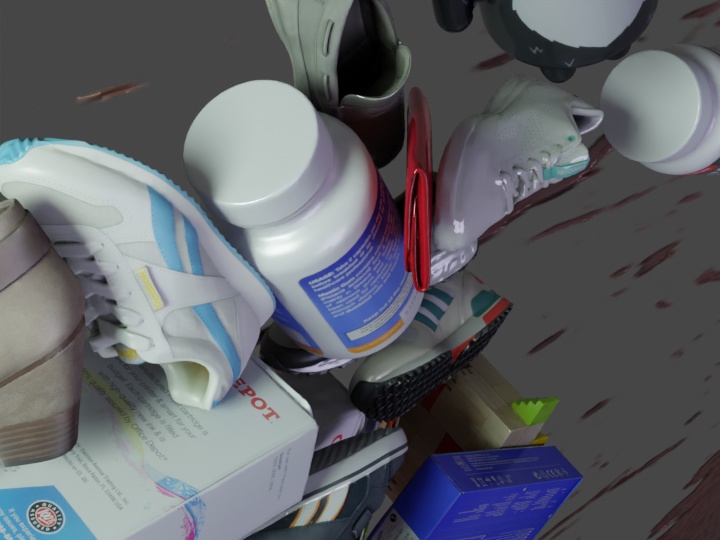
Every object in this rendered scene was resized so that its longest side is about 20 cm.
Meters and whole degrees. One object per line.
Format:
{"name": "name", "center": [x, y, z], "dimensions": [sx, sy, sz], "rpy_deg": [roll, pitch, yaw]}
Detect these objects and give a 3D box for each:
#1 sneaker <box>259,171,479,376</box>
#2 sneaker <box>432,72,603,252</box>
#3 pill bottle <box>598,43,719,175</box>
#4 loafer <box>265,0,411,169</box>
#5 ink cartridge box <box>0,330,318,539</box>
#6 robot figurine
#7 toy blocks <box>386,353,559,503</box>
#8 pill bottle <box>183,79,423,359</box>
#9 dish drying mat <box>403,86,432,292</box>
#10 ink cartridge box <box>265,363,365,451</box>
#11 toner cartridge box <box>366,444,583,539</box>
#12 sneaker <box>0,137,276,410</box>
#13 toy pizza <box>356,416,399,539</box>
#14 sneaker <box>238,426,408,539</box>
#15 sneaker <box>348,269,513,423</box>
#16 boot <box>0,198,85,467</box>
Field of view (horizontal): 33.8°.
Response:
{"name": "sneaker", "center": [0.000, 0.000, 0.874], "dimensions": [0.200, 0.074, 0.080], "rpy_deg": [-41, 132, -22]}
{"name": "sneaker", "center": [0.119, -0.080, 0.861], "dimensions": [0.200, 0.088, 0.076], "rpy_deg": [-53, 152, -41]}
{"name": "pill bottle", "center": [0.302, -0.144, 1.073], "dimensions": [0.199, 0.116, 0.116], "rpy_deg": [-6, 128, -51]}
{"name": "loafer", "center": [-0.003, -0.119, 0.725], "dimensions": [0.070, 0.070, 0.200], "rpy_deg": [-49, 151, -11]}
{"name": "ink cartridge box", "center": [-0.146, 0.114, 0.709], "dimensions": [0.199, 0.144, 0.085], "rpy_deg": [-27, 143, -35]}
{"name": "robot figurine", "center": [0.129, -0.208, 0.753], "dimensions": [0.151, 0.124, 0.200], "rpy_deg": [-56, 153, -18]}
{"name": "toy blocks", "center": [0.072, 0.146, 1.066], "dimensions": [0.100, 0.137, 0.201], "rpy_deg": [-6, 133, -45]}
{"name": "pill bottle", "center": [-0.033, -0.030, 0.741], "dimensions": [0.112, 0.112, 0.200], "rpy_deg": [-46, 150, -8]}
{"name": "dish drying mat", "center": [0.037, -0.059, 0.760], "dimensions": [0.200, 0.018, 0.077], "rpy_deg": [-80, 169, -68]}
{"name": "ink cartridge box", "center": [-0.105, 0.158, 0.876], "dimensions": [0.199, 0.085, 0.146], "rpy_deg": [-14, 134, -45]}
{"name": "toner cartridge box", "center": [0.099, 0.196, 0.982], "dimensions": [0.199, 0.043, 0.095], "rpy_deg": [8, 124, -52]}
{"name": "sneaker", "center": [-0.122, 0.003, 0.640], "dimensions": [0.200, 0.076, 0.081], "rpy_deg": [45, 57, -41]}
{"name": "toy pizza", "center": [0.002, 0.171, 0.986], "dimensions": [0.200, 0.032, 0.201], "rpy_deg": [20, 90, -90]}
{"name": "sneaker", "center": [-0.043, 0.176, 0.800], "dimensions": [0.199, 0.080, 0.078], "rpy_deg": [-24, -177, -30]}
{"name": "sneaker", "center": [0.036, 0.045, 0.933], "dimensions": [0.199, 0.093, 0.071], "rpy_deg": [-29, 156, -48]}
{"name": "boot", "center": [-0.233, 0.042, 0.586], "dimensions": [0.199, 0.070, 0.147], "rpy_deg": [-15, 119, -8]}
